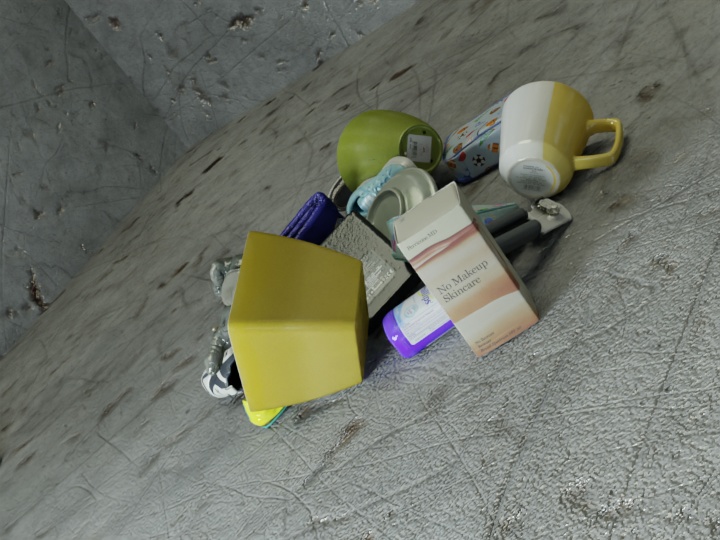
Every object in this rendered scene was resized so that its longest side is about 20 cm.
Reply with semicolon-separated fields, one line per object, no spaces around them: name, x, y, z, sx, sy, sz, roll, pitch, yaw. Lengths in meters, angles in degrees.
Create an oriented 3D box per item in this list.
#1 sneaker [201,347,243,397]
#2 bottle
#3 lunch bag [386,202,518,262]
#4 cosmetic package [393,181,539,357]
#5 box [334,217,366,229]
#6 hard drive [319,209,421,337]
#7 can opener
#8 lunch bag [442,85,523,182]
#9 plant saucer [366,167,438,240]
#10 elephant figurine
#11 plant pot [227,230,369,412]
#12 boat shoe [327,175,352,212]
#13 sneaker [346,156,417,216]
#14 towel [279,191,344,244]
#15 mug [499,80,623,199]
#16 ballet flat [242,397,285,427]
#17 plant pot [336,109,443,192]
sneaker;-0.192;0.144;1.764;0.199;0.080;0.129;-48;23;-20
bottle;0.126;0.043;1.431;0.199;0.065;0.084;-36;21;10
lunch bag;0.149;-0.058;1.526;0.159;0.078;0.200;-10;7;-31
cosmetic package;0.139;0.000;1.302;0.103;0.200;0.087;-34;20;13
box;-0.022;-0.025;1.812;0.064;0.071;0.200;0;29;6
hard drive;0.000;0.000;1.646;0.140;0.033;0.200;-47;48;1
can opener;0.229;-0.055;1.419;0.199;0.053;0.067;-23;-35;-41
lunch bag;0.250;-0.257;1.856;0.199;0.076;0.161;-30;19;26
plant saucer;0.057;-0.084;1.706;0.200;0.050;0.202;-27;57;51
elephant figurine;-0.192;0.063;1.693;0.140;0.156;0.200;2;33;-6
plant pot;-0.082;0.076;1.489;0.175;0.201;0.201;-1;45;7
boat shoe;0.015;-0.196;2.153;0.200;0.074;0.060;-36;13;-15
sneaker;0.039;-0.141;1.832;0.082;0.074;0.200;-53;10;-30
towel;-0.094;-0.065;1.894;0.148;0.049;0.200;-56;-17;-5
mug;0.296;-0.201;1.558;0.186;0.149;0.154;-30;28;42
ballet flat;-0.110;0.164;1.592;0.200;0.067;0.067;-45;20;-15
plant pot;0.074;-0.225;1.911;0.187;0.187;0.200;-44;17;-14
